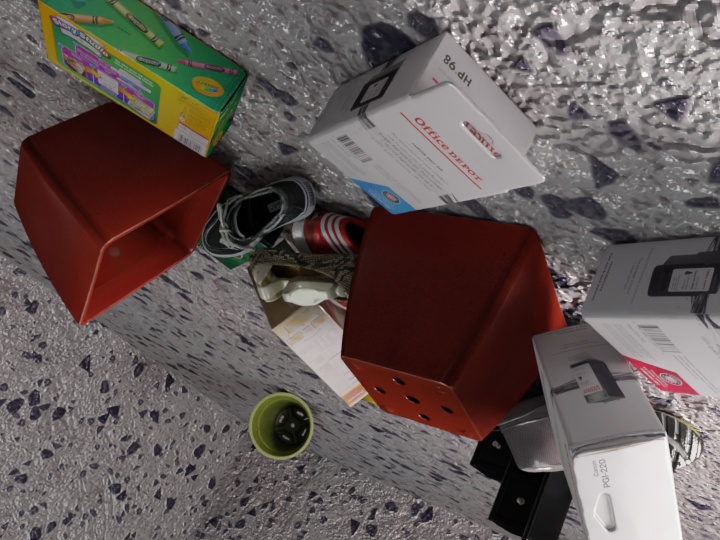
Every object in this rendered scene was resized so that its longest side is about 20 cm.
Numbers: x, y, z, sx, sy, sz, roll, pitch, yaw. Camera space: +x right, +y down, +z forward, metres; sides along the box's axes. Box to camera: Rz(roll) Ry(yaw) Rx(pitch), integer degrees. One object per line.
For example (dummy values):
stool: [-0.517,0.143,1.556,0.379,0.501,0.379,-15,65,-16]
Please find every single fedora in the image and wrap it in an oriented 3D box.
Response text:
fedora: [0.259,0.196,0.892,0.200,0.090,0.177,-11,161,-12]

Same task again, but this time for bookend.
bookend: [0.274,0.380,1.313,0.200,0.199,0.092,4,151,50]

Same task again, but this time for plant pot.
plant pot: [-0.317,-0.088,0.914,0.176,0.200,0.200,46,139,4]
plant pot: [0.091,0.068,0.807,0.200,0.176,0.200,11,149,33]
plant pot: [-0.230,0.490,2.298,0.200,0.200,0.190,24,173,11]

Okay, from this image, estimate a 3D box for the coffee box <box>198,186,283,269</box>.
coffee box: [-0.204,-0.065,1.091,0.123,0.044,0.200,36,158,-15]

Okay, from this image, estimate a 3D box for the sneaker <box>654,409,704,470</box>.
sneaker: [0.367,0.217,1.008,0.200,0.078,0.090,8,-174,24]

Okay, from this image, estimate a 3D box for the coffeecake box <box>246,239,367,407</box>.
coffeecake box: [-0.061,0.076,1.034,0.200,0.073,0.154,51,-176,-39]

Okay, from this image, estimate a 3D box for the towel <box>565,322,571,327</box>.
towel: [0.174,0.067,0.960,0.200,0.024,0.145,19,156,19]

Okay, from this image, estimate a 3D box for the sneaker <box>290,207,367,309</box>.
sneaker: [0.000,0.000,0.937,0.115,0.078,0.200,13,156,39]

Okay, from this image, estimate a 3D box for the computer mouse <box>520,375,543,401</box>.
computer mouse: [0.233,0.124,0.893,0.138,0.053,0.200,3,154,-39]

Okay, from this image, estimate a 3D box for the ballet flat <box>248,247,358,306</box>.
ballet flat: [-0.080,0.011,0.894,0.200,0.075,0.068,4,130,36]

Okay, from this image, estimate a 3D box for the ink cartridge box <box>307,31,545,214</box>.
ink cartridge box: [0.058,-0.115,0.595,0.116,0.067,0.200,39,158,-25]

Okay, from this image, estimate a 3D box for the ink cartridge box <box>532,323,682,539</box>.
ink cartridge box: [0.234,0.162,0.705,0.085,0.200,0.146,-13,112,11]

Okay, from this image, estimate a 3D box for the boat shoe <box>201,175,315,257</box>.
boat shoe: [-0.144,-0.059,0.899,0.199,0.068,0.074,-14,96,39]

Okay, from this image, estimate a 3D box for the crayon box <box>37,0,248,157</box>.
crayon box: [-0.222,-0.210,0.744,0.200,0.058,0.119,32,159,-9]

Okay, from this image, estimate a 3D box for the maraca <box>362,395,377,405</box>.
maraca: [0.059,0.173,1.212,0.200,0.137,0.107,-1,110,54]

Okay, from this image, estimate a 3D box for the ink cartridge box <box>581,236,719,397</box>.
ink cartridge box: [0.318,0.044,0.615,0.145,0.083,0.200,39,157,-27]
